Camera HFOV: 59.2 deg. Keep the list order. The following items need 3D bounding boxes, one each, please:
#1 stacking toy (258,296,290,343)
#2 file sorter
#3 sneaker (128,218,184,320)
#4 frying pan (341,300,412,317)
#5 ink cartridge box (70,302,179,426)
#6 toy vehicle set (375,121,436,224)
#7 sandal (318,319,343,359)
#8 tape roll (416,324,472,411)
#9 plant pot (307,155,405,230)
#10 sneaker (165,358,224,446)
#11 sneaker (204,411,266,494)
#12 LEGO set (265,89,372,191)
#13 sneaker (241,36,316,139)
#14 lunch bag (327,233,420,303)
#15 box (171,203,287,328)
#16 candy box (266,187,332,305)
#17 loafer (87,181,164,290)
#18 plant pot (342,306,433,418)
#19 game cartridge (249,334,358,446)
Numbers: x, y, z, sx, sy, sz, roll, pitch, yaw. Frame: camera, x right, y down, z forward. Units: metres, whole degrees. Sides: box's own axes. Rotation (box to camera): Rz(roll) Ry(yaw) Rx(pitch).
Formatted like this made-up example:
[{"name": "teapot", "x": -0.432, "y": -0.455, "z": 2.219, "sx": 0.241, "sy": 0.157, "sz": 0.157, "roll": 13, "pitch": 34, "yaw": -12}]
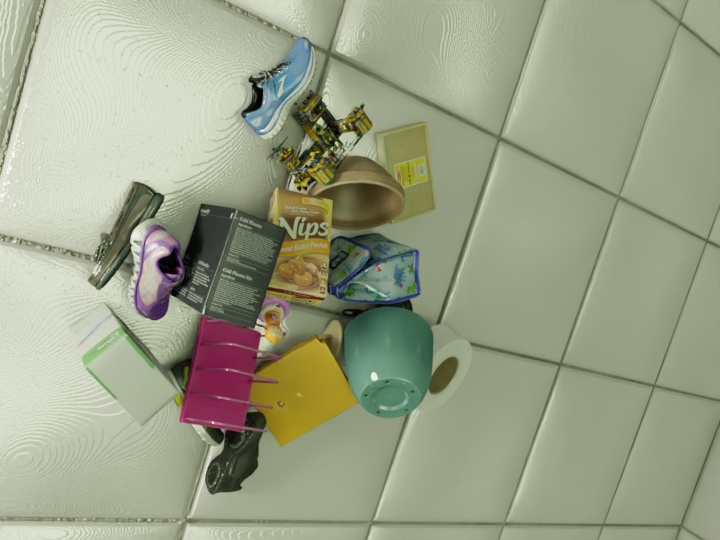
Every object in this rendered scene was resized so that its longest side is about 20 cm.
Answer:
[{"name": "stacking toy", "x": -0.172, "y": 0.058, "z": 1.199, "sx": 0.115, "sy": 0.201, "sz": 0.110, "roll": 30, "pitch": 118, "yaw": -34}, {"name": "file sorter", "x": -0.236, "y": 0.201, "z": 1.212, "sx": 0.138, "sy": 0.124, "sz": 0.203, "roll": 22, "pitch": 69, "yaw": -40}, {"name": "sneaker", "x": -0.355, "y": 0.013, "z": 1.126, "sx": 0.080, "sy": 0.088, "sz": 0.202, "roll": -41, "pitch": 150, "yaw": -51}, {"name": "frying pan", "x": 0.039, "y": 0.114, "z": 1.453, "sx": 0.188, "sy": 0.031, "sz": 0.117, "roll": -16, "pitch": 113, "yaw": -26}, {"name": "ink cartridge box", "x": -0.412, "y": 0.156, "z": 1.096, "sx": 0.087, "sy": 0.199, "sz": 0.146, "roll": -42, "pitch": 120, "yaw": -18}, {"name": "toy vehicle set", "x": 0.103, "y": -0.216, "z": 1.404, "sx": 0.123, "sy": 0.026, "sz": 0.203, "roll": -18, "pitch": 112, "yaw": -26}, {"name": "sandal", "x": -0.109, "y": 0.200, "z": 1.363, "sx": 0.069, "sy": 0.077, "sz": 0.214, "roll": 21, "pitch": 97, "yaw": -39}, {"name": "tape roll", "x": 0.176, "y": 0.233, "z": 1.511, "sx": 0.201, "sy": 0.071, "sz": 0.205, "roll": -27, "pitch": 133, "yaw": -33}, {"name": "plant pot", "x": -0.011, "y": -0.167, "z": 1.281, "sx": 0.199, "sy": 0.200, "sz": 0.094, "roll": 11, "pitch": 63, "yaw": -32}, {"name": "sneaker", "x": -0.314, "y": 0.263, "z": 1.258, "sx": 0.084, "sy": 0.074, "sz": 0.202, "roll": -36, "pitch": 119, "yaw": -18}, {"name": "sneaker", "x": -0.248, "y": 0.383, "z": 1.337, "sx": 0.090, "sy": 0.076, "sz": 0.201, "roll": 23, "pitch": 106, "yaw": -42}, {"name": "LEGO set", "x": -0.085, "y": -0.263, "z": 1.208, "sx": 0.201, "sy": 0.153, "sz": 0.116, "roll": -51, "pitch": 122, "yaw": -13}, {"name": "sneaker", "x": -0.154, "y": -0.350, "z": 1.182, "sx": 0.089, "sy": 0.078, "sz": 0.202, "roll": 31, "pitch": 87, "yaw": -36}, {"name": "lunch bag", "x": 0.000, "y": 0.000, "z": 1.317, "sx": 0.198, "sy": 0.170, "sz": 0.129, "roll": -15, "pitch": 111, "yaw": -24}, {"name": "box", "x": -0.240, "y": -0.013, "z": 1.141, "sx": 0.103, "sy": 0.199, "sz": 0.185, "roll": 19, "pitch": 88, "yaw": -33}, {"name": "candy box", "x": -0.118, "y": -0.045, "z": 1.183, "sx": 0.114, "sy": 0.055, "sz": 0.203, "roll": 11, "pitch": 66, "yaw": -20}, {"name": "loafer", "x": -0.424, "y": -0.064, "z": 1.116, "sx": 0.063, "sy": 0.072, "sz": 0.201, "roll": 34, "pitch": 78, "yaw": -13}, {"name": "plant pot", "x": 0.060, "y": 0.204, "z": 1.318, "sx": 0.197, "sy": 0.162, "sz": 0.203, "roll": 0, "pitch": 129, "yaw": 0}, {"name": "game cartridge", "x": -0.127, "y": 0.252, "z": 1.338, "sx": 0.198, "sy": 0.032, "sz": 0.178, "roll": -29, "pitch": 106, "yaw": 0}]
